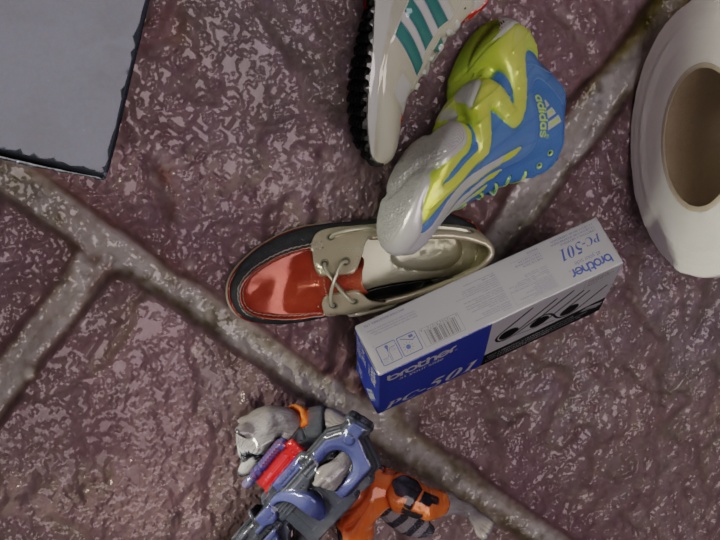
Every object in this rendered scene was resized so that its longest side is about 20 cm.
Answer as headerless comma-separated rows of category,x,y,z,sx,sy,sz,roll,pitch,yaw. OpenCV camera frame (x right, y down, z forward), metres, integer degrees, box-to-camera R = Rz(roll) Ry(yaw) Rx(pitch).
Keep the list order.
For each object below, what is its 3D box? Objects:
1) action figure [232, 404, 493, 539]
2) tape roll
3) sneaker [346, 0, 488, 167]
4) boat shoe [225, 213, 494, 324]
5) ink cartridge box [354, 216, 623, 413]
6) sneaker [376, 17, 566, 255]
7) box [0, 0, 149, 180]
action figure,-0.028,0.180,0.852,0.193,0.105,0.200,43,113,-13
tape roll,0.274,-0.096,0.813,0.070,0.202,0.205,-1,102,-15
sneaker,0.045,-0.172,0.798,0.092,0.070,0.202,4,98,-11
boat shoe,0.000,0.000,0.828,0.198,0.063,0.072,-12,107,-12
ink cartridge box,0.093,0.035,0.842,0.198,0.094,0.045,-24,68,-9
sneaker,0.093,-0.080,0.812,0.105,0.076,0.201,35,75,-21
box,-0.192,-0.175,0.662,0.123,0.197,0.202,13,99,-18
